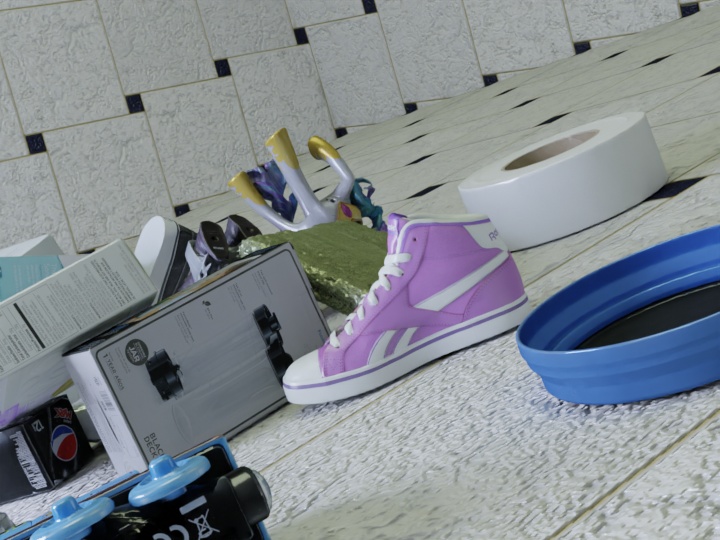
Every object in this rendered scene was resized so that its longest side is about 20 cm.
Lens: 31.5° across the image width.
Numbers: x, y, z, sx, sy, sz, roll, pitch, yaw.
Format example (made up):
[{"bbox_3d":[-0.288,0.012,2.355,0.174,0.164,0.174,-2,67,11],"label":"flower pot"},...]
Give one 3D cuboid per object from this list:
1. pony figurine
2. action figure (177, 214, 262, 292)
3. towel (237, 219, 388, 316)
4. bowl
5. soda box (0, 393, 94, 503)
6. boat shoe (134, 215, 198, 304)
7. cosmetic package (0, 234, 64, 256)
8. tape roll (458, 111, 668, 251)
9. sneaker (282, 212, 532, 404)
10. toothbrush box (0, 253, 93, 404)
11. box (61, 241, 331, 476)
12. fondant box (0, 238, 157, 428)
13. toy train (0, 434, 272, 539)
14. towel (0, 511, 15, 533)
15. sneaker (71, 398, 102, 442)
[{"bbox_3d":[-0.045,-0.035,1.307,0.166,0.200,0.193,-38,1,-36],"label":"pony figurine"},{"bbox_3d":[-0.161,0.042,1.219,0.130,0.069,0.201,-3,-47,-42],"label":"action figure"},{"bbox_3d":[0.000,0.000,1.123,0.148,0.037,0.199,-12,25,-43],"label":"towel"},{"bbox_3d":[0.192,0.022,0.762,0.200,0.040,0.201,-22,10,4],"label":"bowl"},{"bbox_3d":[-0.337,0.171,1.126,0.199,0.064,0.071,-18,10,27],"label":"soda box"},{"bbox_3d":[-0.212,0.048,1.309,0.068,0.201,0.072,24,-15,-35],"label":"boat shoe"},{"bbox_3d":[-0.384,0.084,1.347,0.199,0.165,0.165,-13,24,50],"label":"cosmetic package"},{"bbox_3d":[0.200,-0.089,1.275,0.201,0.071,0.202,-23,10,4],"label":"tape roll"},{"bbox_3d":[0.019,0.020,0.968,0.200,0.115,0.073,-25,11,-1],"label":"sneaker"},{"bbox_3d":[-0.340,0.065,1.197,0.199,0.147,0.085,-4,-9,-35],"label":"toothbrush box"},{"bbox_3d":[-0.120,0.071,1.012,0.200,0.117,0.060,-31,10,-33],"label":"box"},{"bbox_3d":[-0.269,0.068,1.021,0.199,0.058,0.144,-31,-11,-28],"label":"fondant box"},{"bbox_3d":[-0.143,0.157,0.680,0.199,0.087,0.114,-26,4,-16],"label":"toy train"},{"bbox_3d":[-0.309,0.205,0.802,0.165,0.086,0.200,-25,9,-6],"label":"towel"},{"bbox_3d":[-0.185,0.088,1.154,0.199,0.088,0.074,-27,17,-11],"label":"sneaker"}]
